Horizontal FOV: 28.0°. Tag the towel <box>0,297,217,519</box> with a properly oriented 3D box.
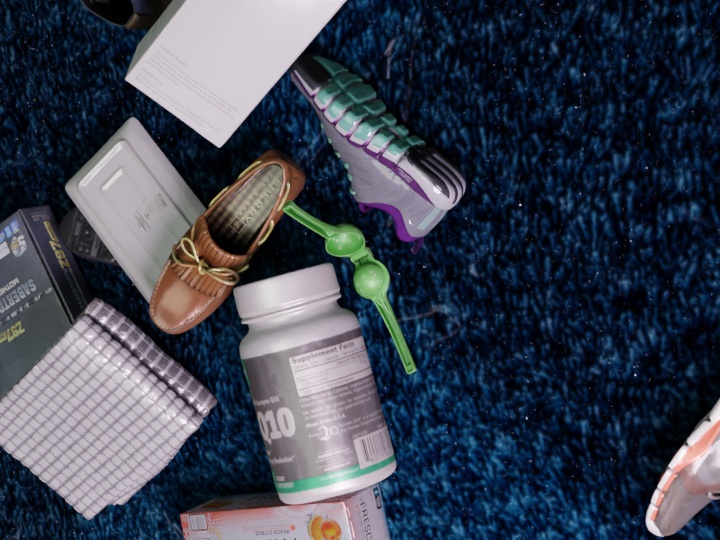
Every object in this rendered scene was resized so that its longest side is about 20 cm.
[{"bbox_3d":[-0.260,0.139,1.443,0.166,0.086,0.200,41,124,-9],"label":"towel"}]

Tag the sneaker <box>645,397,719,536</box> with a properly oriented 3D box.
[{"bbox_3d":[0.299,0.145,1.131,0.082,0.077,0.200,36,116,14],"label":"sneaker"}]

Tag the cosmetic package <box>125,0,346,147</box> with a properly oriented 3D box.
[{"bbox_3d":[-0.106,-0.223,1.279,0.113,0.081,0.200,37,113,-19],"label":"cosmetic package"}]

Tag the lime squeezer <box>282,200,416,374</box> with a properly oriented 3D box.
[{"bbox_3d":[0.000,0.000,1.297,0.038,0.071,0.200,-33,112,8],"label":"lime squeezer"}]

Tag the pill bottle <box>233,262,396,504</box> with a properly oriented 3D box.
[{"bbox_3d":[-0.045,0.101,1.310,0.113,0.113,0.201,-16,89,32],"label":"pill bottle"}]

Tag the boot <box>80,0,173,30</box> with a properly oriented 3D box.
[{"bbox_3d":[-0.236,-0.295,1.371,0.200,0.097,0.075,44,117,18],"label":"boot"}]

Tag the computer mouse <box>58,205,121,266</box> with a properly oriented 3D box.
[{"bbox_3d":[-0.217,-0.024,1.448,0.199,0.034,0.059,16,90,23],"label":"computer mouse"}]

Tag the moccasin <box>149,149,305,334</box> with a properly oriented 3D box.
[{"bbox_3d":[-0.127,-0.023,1.332,0.074,0.078,0.201,46,101,3],"label":"moccasin"}]

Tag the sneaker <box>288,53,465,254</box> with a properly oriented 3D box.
[{"bbox_3d":[-0.004,-0.104,1.276,0.200,0.074,0.088,44,122,17],"label":"sneaker"}]

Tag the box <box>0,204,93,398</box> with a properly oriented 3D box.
[{"bbox_3d":[-0.377,0.045,1.540,0.200,0.051,0.158,-30,83,31],"label":"box"}]

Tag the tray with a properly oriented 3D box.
[{"bbox_3d":[-0.209,-0.048,1.417,0.107,0.022,0.200,-43,71,12],"label":"tray"}]

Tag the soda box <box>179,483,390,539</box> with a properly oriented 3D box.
[{"bbox_3d":[-0.074,0.248,1.377,0.199,0.068,0.064,-10,93,33],"label":"soda box"}]
